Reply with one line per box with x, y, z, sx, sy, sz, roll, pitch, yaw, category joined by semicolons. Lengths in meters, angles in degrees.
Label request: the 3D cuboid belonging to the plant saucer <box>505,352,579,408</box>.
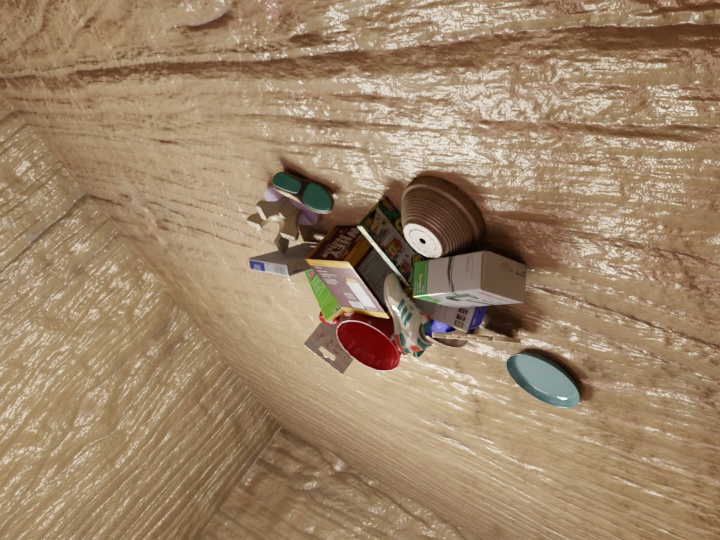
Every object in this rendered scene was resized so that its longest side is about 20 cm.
0.460;0.270;1.607;0.199;0.027;0.201;32;154;18;plant saucer

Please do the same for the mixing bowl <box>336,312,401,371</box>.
0.044;0.174;1.782;0.198;0.109;0.201;23;142;19;mixing bowl

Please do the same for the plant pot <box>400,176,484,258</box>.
0.156;-0.093;1.364;0.200;0.093;0.202;32;155;17;plant pot

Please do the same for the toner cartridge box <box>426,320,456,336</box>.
0.172;0.121;1.668;0.095;0.043;0.200;47;153;-11;toner cartridge box

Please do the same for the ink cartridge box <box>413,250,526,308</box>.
0.231;0.023;1.366;0.145;0.085;0.199;15;165;-36;ink cartridge box

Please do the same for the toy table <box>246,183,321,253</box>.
-0.215;-0.149;1.758;0.199;0.117;0.185;12;143;43;toy table

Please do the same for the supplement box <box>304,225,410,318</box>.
0.000;0.000;1.680;0.196;0.133;0.201;5;138;52;supplement box

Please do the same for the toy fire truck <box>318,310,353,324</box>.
-0.029;0.099;1.939;0.166;0.113;0.200;14;154;-7;toy fire truck

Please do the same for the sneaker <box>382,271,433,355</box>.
0.118;0.097;1.519;0.092;0.070;0.202;-13;91;26;sneaker

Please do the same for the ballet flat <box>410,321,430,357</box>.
0.138;0.163;1.660;0.063;0.068;0.201;43;157;24;ballet flat

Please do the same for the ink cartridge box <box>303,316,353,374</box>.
-0.062;0.213;2.032;0.159;0.200;0.047;35;154;9;ink cartridge box

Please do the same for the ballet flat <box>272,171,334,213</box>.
-0.138;-0.199;1.651;0.199;0.071;0.065;32;-179;23;ballet flat

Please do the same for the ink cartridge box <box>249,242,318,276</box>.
-0.180;-0.033;1.806;0.195;0.199;0.044;7;109;49;ink cartridge box

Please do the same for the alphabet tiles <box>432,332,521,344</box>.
0.278;0.163;1.544;0.198;0.015;0.195;0;173;35;alphabet tiles

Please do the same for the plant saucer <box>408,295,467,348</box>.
0.209;0.129;1.718;0.199;0.035;0.201;32;152;19;plant saucer

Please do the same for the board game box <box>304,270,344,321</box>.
-0.099;0.037;1.851;0.030;0.095;0.201;11;-133;-57;board game box

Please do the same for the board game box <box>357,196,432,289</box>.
0.086;-0.064;1.493;0.200;0.105;0.023;49;150;-20;board game box

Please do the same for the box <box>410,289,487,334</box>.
0.215;0.069;1.513;0.199;0.120;0.041;20;180;36;box
